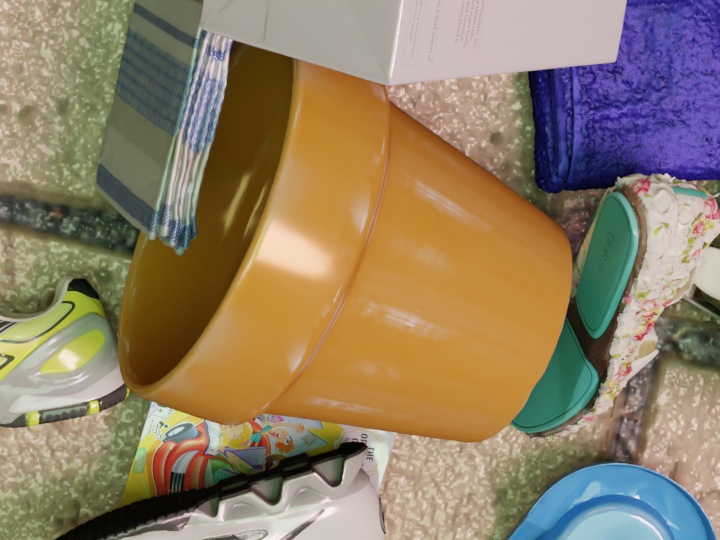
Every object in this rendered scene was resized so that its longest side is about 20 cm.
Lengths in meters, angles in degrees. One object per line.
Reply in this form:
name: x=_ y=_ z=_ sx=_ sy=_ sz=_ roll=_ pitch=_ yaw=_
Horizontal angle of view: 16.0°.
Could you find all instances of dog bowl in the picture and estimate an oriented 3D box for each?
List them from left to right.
dog bowl: x=0.110 y=0.189 z=1.406 sx=0.111 sy=0.050 sz=0.200 roll=37 pitch=98 yaw=-6

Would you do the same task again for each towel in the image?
towel: x=-0.091 y=-0.118 z=1.306 sx=0.024 sy=0.147 sz=0.201 roll=10 pitch=99 yaw=-22
towel: x=0.157 y=-0.141 z=1.346 sx=0.147 sy=0.050 sz=0.201 roll=-4 pitch=100 yaw=2

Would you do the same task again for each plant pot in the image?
plant pot: x=0.000 y=0.000 z=1.312 sx=0.183 sy=0.200 sz=0.201 roll=22 pitch=100 yaw=-20

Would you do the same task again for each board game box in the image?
board game box: x=-0.072 y=0.158 z=1.408 sx=0.134 sy=0.034 sz=0.201 roll=17 pitch=100 yaw=-3

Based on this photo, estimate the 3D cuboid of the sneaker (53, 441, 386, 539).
sneaker: x=-0.082 y=0.159 z=1.353 sx=0.199 sy=0.074 sz=0.089 roll=-14 pitch=98 yaw=3

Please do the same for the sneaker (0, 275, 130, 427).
sneaker: x=-0.227 y=0.052 z=1.377 sx=0.199 sy=0.075 sz=0.077 roll=-10 pitch=93 yaw=-9

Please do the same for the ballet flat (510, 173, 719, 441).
ballet flat: x=0.135 y=0.024 z=1.333 sx=0.064 sy=0.200 sz=0.076 roll=-8 pitch=58 yaw=-26

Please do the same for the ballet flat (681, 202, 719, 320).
ballet flat: x=0.231 y=0.021 z=1.368 sx=0.199 sy=0.064 sz=0.068 roll=28 pitch=99 yaw=-5

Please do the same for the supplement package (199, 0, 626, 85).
supplement package: x=0.035 y=-0.165 z=1.243 sx=0.119 sy=0.200 sz=0.122 roll=19 pitch=107 yaw=34
